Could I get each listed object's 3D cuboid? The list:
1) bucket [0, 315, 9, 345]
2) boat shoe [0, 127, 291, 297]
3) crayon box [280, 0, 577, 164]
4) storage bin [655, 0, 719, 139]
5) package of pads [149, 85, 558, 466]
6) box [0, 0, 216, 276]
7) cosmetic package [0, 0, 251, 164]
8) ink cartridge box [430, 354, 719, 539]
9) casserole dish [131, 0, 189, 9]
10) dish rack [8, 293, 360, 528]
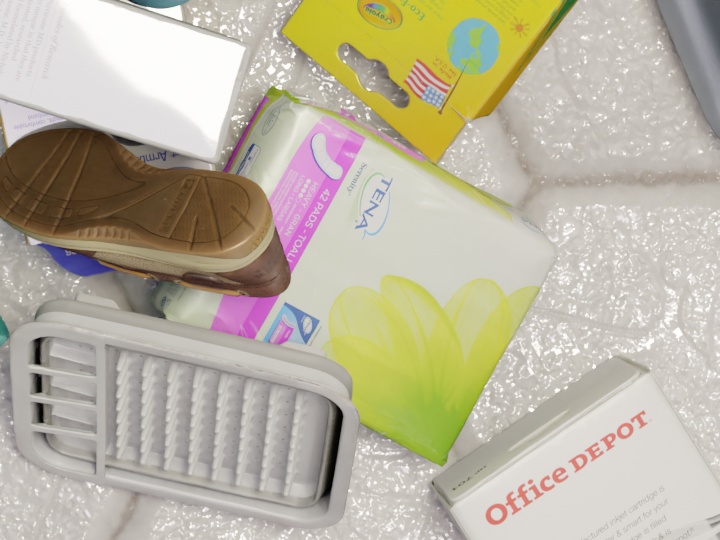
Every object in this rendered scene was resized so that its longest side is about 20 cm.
[{"bbox_3d":[-0.299,0.019,1.320,0.135,0.207,0.207,-42,99,-1],"label":"bucket"},{"bbox_3d":[-0.122,-0.024,1.331,0.072,0.199,0.072,-62,144,-25],"label":"boat shoe"},{"bbox_3d":[0.061,-0.178,1.377,0.127,0.051,0.200,41,108,8],"label":"crayon box"},{"bbox_3d":[0.259,-0.188,1.384,0.134,0.145,0.201,-33,105,-26],"label":"storage bin"},{"bbox_3d":[0.000,0.000,1.403,0.199,0.068,0.155,29,93,-22],"label":"package of pads"},{"bbox_3d":[-0.152,-0.102,1.403,0.118,0.041,0.202,-11,100,-5],"label":"box"},{"bbox_3d":[-0.166,-0.122,1.328,0.198,0.101,0.072,17,94,-9],"label":"cosmetic package"},{"bbox_3d":[0.156,0.175,1.446,0.146,0.086,0.201,-33,98,-3],"label":"ink cartridge box"},{"bbox_3d":[-0.125,-0.219,1.348,0.121,0.039,0.200,-43,60,-8],"label":"casserole dish"},{"bbox_3d":[-0.098,0.076,1.373,0.198,0.172,0.044,13,56,3],"label":"dish rack"}]
